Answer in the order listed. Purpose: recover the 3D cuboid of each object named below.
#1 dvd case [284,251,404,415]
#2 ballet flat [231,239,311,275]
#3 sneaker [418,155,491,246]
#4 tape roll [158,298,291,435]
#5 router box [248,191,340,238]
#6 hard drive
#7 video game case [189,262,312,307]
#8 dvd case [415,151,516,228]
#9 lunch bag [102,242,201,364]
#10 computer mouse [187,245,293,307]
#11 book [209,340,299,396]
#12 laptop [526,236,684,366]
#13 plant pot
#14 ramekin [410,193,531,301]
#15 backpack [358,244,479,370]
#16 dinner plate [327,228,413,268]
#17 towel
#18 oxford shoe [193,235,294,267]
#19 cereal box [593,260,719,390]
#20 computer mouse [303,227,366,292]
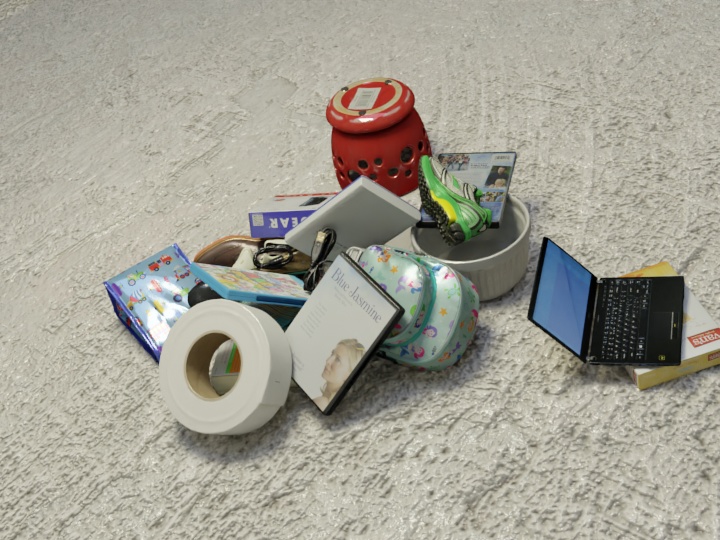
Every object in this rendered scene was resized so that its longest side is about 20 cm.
[{"bbox_3d":[-0.037,0.094,1.363,0.143,0.018,0.201,43,105,31],"label":"dvd case"},{"bbox_3d":[-0.166,-0.014,1.613,0.199,0.073,0.068,-16,17,2],"label":"ballet flat"},{"bbox_3d":[0.149,-0.118,1.487,0.085,0.078,0.201,-16,48,-11],"label":"sneaker"},{"bbox_3d":[-0.205,0.148,1.385,0.201,0.071,0.204,-5,77,23],"label":"tape roll"},{"bbox_3d":[-0.084,-0.105,1.690,0.198,0.049,0.180,-2,14,12],"label":"router box"},{"bbox_3d":[-0.015,-0.073,1.532,0.200,0.131,0.026,-33,42,38],"label":"hard drive"},{"bbox_3d":[-0.160,0.026,1.487,0.199,0.018,0.143,9,12,-37],"label":"video game case"},{"bbox_3d":[0.183,-0.139,1.562,0.142,0.018,0.201,1,42,20],"label":"dvd case"},{"bbox_3d":[-0.332,0.068,1.609,0.150,0.094,0.200,-31,52,-23],"label":"lunch bag"},{"bbox_3d":[-0.206,0.012,1.569,0.199,0.059,0.034,-30,-4,-5],"label":"computer mouse"},{"bbox_3d":[-0.132,0.134,1.485,0.198,0.048,0.134,-7,36,10],"label":"book"},{"bbox_3d":[0.360,0.040,1.327,0.199,0.104,0.178,-2,44,24],"label":"laptop"},{"bbox_3d":[0.035,-0.266,1.804,0.199,0.183,0.201,-8,40,6],"label":"plant pot"},{"bbox_3d":[0.188,-0.037,1.535,0.199,0.106,0.201,-9,38,7],"label":"ramekin"},{"bbox_3d":[0.076,0.058,1.410,0.199,0.150,0.179,20,84,29],"label":"backpack"},{"bbox_3d":[0.033,-0.044,1.662,0.199,0.024,0.201,-9,39,7],"label":"dinner plate"},{"bbox_3d":[-0.136,0.057,1.564,0.146,0.022,0.200,19,40,42],"label":"towel"},{"bbox_3d":[-0.210,-0.020,1.678,0.198,0.071,0.073,-13,42,2],"label":"oxford shoe"},{"bbox_3d":[0.438,0.078,1.363,0.143,0.040,0.201,-19,39,-1],"label":"cereal box"},{"bbox_3d":[0.000,0.000,1.538,0.044,0.199,0.111,-6,71,63],"label":"computer mouse"}]
